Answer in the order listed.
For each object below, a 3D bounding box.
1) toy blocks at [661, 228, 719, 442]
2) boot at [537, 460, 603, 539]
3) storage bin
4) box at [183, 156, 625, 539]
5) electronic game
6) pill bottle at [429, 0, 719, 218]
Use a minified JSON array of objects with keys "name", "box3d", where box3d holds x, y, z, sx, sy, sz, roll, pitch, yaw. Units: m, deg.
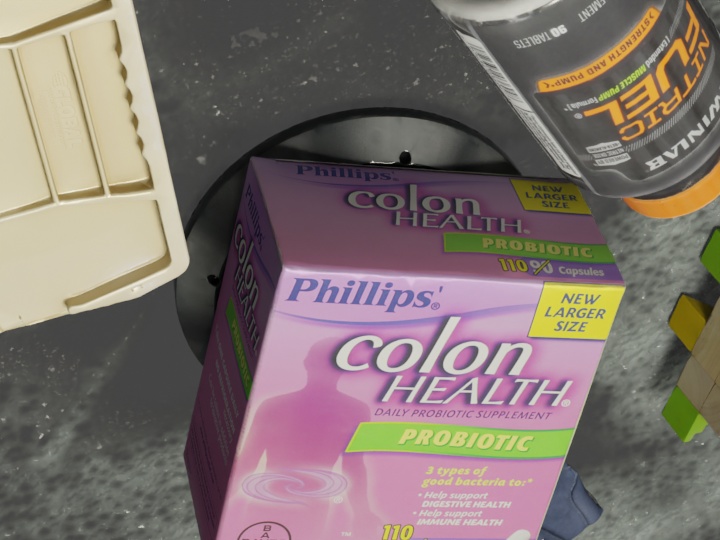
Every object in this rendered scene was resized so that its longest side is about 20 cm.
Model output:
[{"name":"toy blocks","box3d":[0.277,0.019,1.268,0.137,0.100,0.200,-8,136,-32]},{"name":"boot","box3d":[0.067,0.120,1.289,0.090,0.073,0.200,-44,136,-1]},{"name":"storage bin","box3d":[-0.145,-0.113,0.870,0.094,0.200,0.199,-16,136,-7]},{"name":"box","box3d":[0.017,0.054,1.110,0.176,0.097,0.200,4,125,-17]},{"name":"electronic game","box3d":[0.000,0.000,1.153,0.200,0.042,0.200,-7,127,-10]},{"name":"pill bottle","box3d":[0.119,-0.106,1.058,0.106,0.106,0.200,-34,136,10]}]
